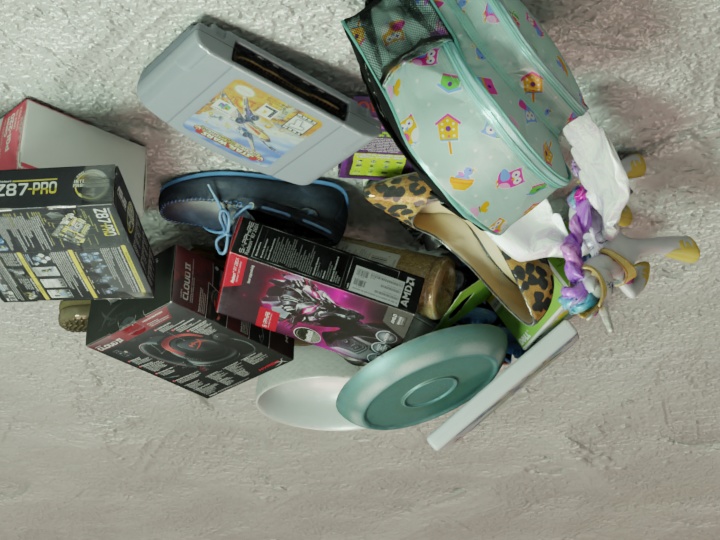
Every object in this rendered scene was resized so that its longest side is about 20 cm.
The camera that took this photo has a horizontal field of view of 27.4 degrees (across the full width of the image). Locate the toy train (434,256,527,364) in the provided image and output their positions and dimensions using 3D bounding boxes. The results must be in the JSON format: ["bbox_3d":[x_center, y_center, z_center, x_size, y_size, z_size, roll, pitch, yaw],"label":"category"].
[{"bbox_3d":[0.134,0.051,1.731,0.114,0.087,0.200,-9,154,33],"label":"toy train"}]

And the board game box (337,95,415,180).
[{"bbox_3d":[0.082,-0.122,1.431,0.198,0.033,0.120,3,159,-7],"label":"board game box"}]

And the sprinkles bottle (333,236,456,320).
[{"bbox_3d":[0.000,0.000,1.571,0.199,0.069,0.068,13,160,23],"label":"sprinkles bottle"}]

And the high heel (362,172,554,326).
[{"bbox_3d":[0.098,-0.021,1.443,0.198,0.144,0.071,8,148,-20],"label":"high heel"}]

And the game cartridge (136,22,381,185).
[{"bbox_3d":[-0.097,-0.145,1.347,0.199,0.042,0.133,26,143,-26],"label":"game cartridge"}]

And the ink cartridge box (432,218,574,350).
[{"bbox_3d":[0.177,0.031,1.574,0.199,0.076,0.148,-33,167,-26],"label":"ink cartridge box"}]

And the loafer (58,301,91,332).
[{"bbox_3d":[-0.256,0.028,1.717,0.199,0.068,0.076,-2,163,-32],"label":"loafer"}]

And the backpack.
[{"bbox_3d":[0.095,-0.138,1.199,0.153,0.201,0.176,-29,143,20],"label":"backpack"}]

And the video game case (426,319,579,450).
[{"bbox_3d":[0.165,0.130,1.659,0.200,0.022,0.182,-41,170,4],"label":"video game case"}]

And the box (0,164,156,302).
[{"bbox_3d":[-0.292,-0.031,1.416,0.160,0.049,0.200,-1,154,4],"label":"box"}]

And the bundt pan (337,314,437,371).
[{"bbox_3d":[0.046,0.097,1.727,0.201,0.076,0.202,30,169,6],"label":"bundt pan"}]

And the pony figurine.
[{"bbox_3d":[0.222,-0.048,1.402,0.166,0.194,0.200,-35,174,39],"label":"pony figurine"}]

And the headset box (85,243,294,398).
[{"bbox_3d":[-0.191,0.056,1.610,0.148,0.076,0.199,-26,141,37],"label":"headset box"}]

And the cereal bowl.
[{"bbox_3d":[-0.037,0.138,1.914,0.198,0.084,0.200,0,155,0],"label":"cereal bowl"}]

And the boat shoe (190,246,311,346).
[{"bbox_3d":[-0.118,0.028,1.706,0.072,0.068,0.199,-26,141,36],"label":"boat shoe"}]

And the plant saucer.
[{"bbox_3d":[0.070,0.121,1.578,0.199,0.028,0.201,-18,154,-9],"label":"plant saucer"}]

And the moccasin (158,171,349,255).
[{"bbox_3d":[-0.112,-0.059,1.520,0.198,0.069,0.081,0,155,6],"label":"moccasin"}]

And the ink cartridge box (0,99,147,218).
[{"bbox_3d":[-0.327,-0.075,1.476,0.145,0.085,0.199,21,146,-37],"label":"ink cartridge box"}]

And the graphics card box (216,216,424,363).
[{"bbox_3d":[-0.044,0.025,1.506,0.199,0.051,0.126,18,146,-2],"label":"graphics card box"}]

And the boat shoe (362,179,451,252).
[{"bbox_3d":[0.085,-0.049,1.540,0.199,0.067,0.074,23,147,-39],"label":"boat shoe"}]
